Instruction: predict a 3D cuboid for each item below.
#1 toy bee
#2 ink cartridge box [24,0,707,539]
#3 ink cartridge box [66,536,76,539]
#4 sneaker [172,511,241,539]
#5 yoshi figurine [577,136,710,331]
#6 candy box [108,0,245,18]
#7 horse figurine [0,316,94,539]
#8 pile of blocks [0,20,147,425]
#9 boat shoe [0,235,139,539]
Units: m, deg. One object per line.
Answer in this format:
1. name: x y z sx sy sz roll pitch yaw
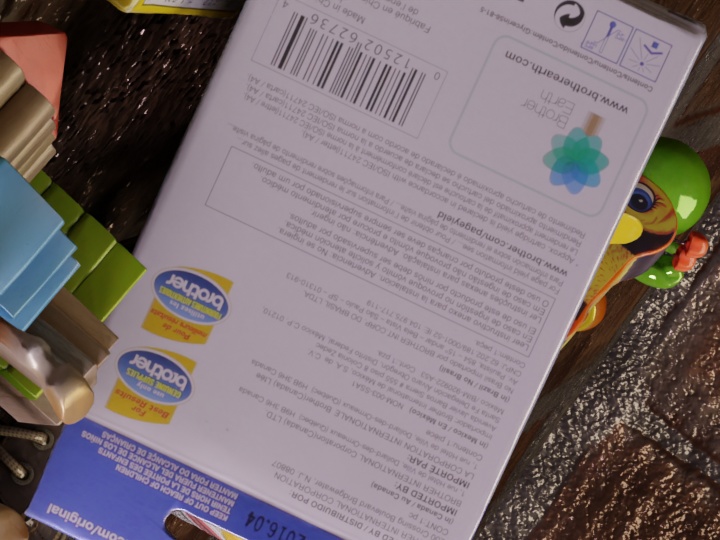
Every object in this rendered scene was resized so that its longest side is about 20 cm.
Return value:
1. toy bee: 0.130 -0.018 1.424 0.201 0.108 0.131 -60 180 -8
2. ink cartridge box: 0.000 0.000 0.734 0.042 0.119 0.201 -108 -138 -89
3. ink cartridge box: -0.151 0.189 0.849 0.199 0.084 0.146 -30 148 -27
4. sneaker: -0.043 0.040 1.031 0.078 0.082 0.200 -47 168 -30
5. yoshi figurine: 0.151 -0.037 1.585 0.200 0.112 0.113 -41 158 -61
6. candy box: -0.002 -0.156 0.715 0.200 0.026 0.102 -55 170 10
7. horse figurine: -0.117 0.037 0.641 0.050 0.132 0.200 -44 154 -24
8. pile of blocks: -0.084 -0.019 0.652 0.062 0.082 0.200 -50 169 -15
9. boat shoe: -0.113 0.050 0.823 0.200 0.074 0.074 -52 161 -49
